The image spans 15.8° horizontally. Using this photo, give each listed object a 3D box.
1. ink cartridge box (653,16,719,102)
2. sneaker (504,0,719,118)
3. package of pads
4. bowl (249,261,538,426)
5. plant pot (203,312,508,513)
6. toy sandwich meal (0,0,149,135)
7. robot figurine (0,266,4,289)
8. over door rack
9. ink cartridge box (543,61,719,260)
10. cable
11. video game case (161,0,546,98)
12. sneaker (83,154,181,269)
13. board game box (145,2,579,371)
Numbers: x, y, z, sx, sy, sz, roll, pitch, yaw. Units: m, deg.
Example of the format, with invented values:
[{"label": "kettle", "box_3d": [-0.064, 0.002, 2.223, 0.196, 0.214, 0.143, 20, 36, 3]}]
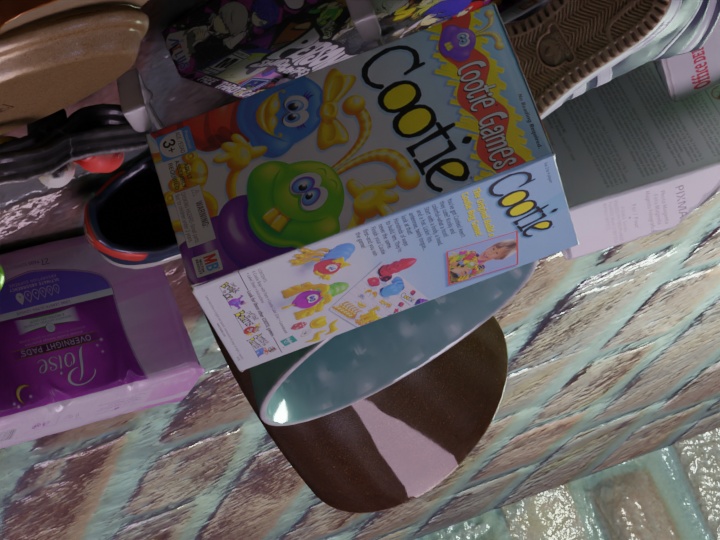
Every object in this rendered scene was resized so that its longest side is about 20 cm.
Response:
[{"label": "ink cartridge box", "box_3d": [0.268, -0.198, 1.637, 0.199, 0.086, 0.148, -23, 164, 5]}, {"label": "sneaker", "box_3d": [0.128, -0.134, 1.547, 0.199, 0.070, 0.108, -28, 174, 36]}, {"label": "package of pads", "box_3d": [-0.211, 0.048, 1.720, 0.199, 0.121, 0.076, -14, 164, -34]}, {"label": "bowl", "box_3d": [0.000, 0.000, 1.611, 0.200, 0.105, 0.201, -29, 164, -9]}, {"label": "plant pot", "box_3d": [-0.025, 0.043, 1.857, 0.186, 0.188, 0.200, -28, 132, 21]}, {"label": "toy sandwich meal", "box_3d": [-0.194, -0.112, 1.286, 0.204, 0.071, 0.205, -22, 177, -1]}, {"label": "robot figurine", "box_3d": [-0.297, 0.027, 1.517, 0.175, 0.116, 0.200, -29, 166, 6]}, {"label": "over door rack", "box_3d": [-0.042, -0.093, 1.459, 0.147, 0.067, 0.200, -22, 152, 4]}, {"label": "ink cartridge box", "box_3d": [0.203, -0.098, 1.728, 0.199, 0.163, 0.057, -14, 130, -7]}, {"label": "cable", "box_3d": [-0.164, -0.057, 1.422, 0.096, 0.051, 0.200, -2, -167, 0]}, {"label": "video game case", "box_3d": [0.006, -0.151, 1.501, 0.181, 0.036, 0.200, -28, 165, 17]}, {"label": "sneaker", "box_3d": [-0.084, -0.054, 1.637, 0.199, 0.075, 0.085, -25, 170, 8]}, {"label": "board game box", "box_3d": [0.002, -0.044, 1.391, 0.199, 0.103, 0.105, -20, 151, 2]}]
